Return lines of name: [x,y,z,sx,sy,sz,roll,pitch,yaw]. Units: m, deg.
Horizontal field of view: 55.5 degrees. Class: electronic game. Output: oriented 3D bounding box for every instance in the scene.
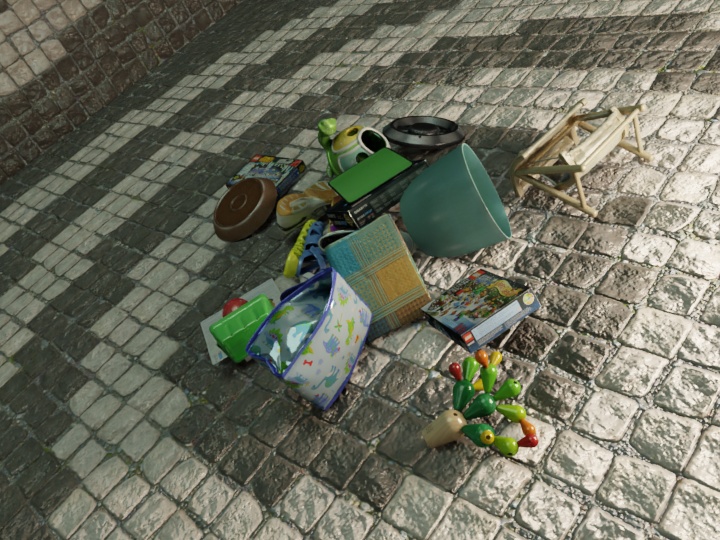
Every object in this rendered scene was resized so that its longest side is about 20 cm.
electronic game: [0.152,-0.331,1.645,0.199,0.042,0.200,1,29,0]

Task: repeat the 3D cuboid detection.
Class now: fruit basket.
fruit basket: [-0.237,0.104,1.411,0.185,0.094,0.200,-33,22,-7]

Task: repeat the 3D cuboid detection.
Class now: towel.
towel: [0.034,0.014,1.274,0.146,0.022,0.200,-27,81,7]

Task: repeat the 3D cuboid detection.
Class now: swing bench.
swing bench: [0.422,-0.230,1.335,0.199,0.130,0.200,-43,39,-18]

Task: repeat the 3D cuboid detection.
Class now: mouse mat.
mouse mat: [0.018,-0.205,1.453,0.161,0.008,0.200,-32,26,-3]

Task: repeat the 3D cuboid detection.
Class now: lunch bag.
lunch bag: [-0.073,0.110,1.174,0.127,0.170,0.200,31,78,35]

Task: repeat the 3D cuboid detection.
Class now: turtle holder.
turtle holder: [-0.008,-0.289,1.615,0.141,0.186,0.132,-32,-3,-32]

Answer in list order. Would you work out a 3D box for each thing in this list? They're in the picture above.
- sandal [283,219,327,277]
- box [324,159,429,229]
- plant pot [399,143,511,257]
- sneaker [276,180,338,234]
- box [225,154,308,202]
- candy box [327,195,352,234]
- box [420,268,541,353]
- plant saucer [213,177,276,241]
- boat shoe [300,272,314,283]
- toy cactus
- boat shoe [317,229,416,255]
sandal: [-0.105,-0.039,1.500,0.087,0.080,0.200,19,39,-2]
box: [0.037,-0.158,1.427,0.200,0.046,0.159,-35,16,-13]
plant pot: [0.172,-0.118,1.313,0.161,0.201,0.201,-26,36,21]
sneaker: [-0.116,-0.148,1.622,0.200,0.088,0.076,-22,53,-30]
box: [-0.256,-0.253,1.854,0.200,0.040,0.137,14,53,41]
candy box: [-0.008,-0.102,1.513,0.116,0.057,0.200,-16,38,15]
box: [0.195,0.062,1.151,0.136,0.038,0.200,-34,15,-7]
plant saucer: [-0.305,-0.166,1.753,0.200,0.034,0.201,-19,50,24]
boat shoe: [-0.082,0.074,1.349,0.070,0.071,0.200,-34,44,-12]
toy cactus: [0.166,0.212,1.025,0.165,0.102,0.200,-33,45,9]
boat shoe: [0.010,-0.048,1.377,0.200,0.071,0.070,0,86,17]
